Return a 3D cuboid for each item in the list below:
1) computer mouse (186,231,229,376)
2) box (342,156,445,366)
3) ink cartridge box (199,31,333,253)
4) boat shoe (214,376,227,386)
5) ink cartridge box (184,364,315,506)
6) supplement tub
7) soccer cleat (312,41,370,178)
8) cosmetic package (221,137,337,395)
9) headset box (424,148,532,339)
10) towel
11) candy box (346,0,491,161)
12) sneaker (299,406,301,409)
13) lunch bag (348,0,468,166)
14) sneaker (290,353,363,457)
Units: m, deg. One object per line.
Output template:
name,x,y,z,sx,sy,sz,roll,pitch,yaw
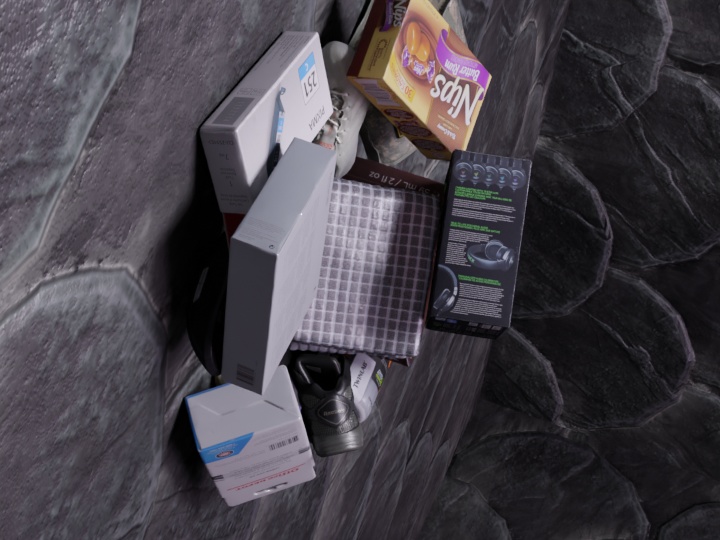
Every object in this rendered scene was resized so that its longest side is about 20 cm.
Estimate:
computer mouse,-0.131,0.011,1.334,0.140,0.045,0.202,39,59,-69
box,0.017,-0.013,1.672,0.164,0.164,0.202,73,36,-71
ink cartridge box,-0.082,-0.113,1.295,0.201,0.044,0.178,-59,147,-47
boat shoe,-0.105,0.043,1.445,0.072,0.064,0.202,-21,127,-74
ink cartridge box,-0.118,0.188,1.451,0.201,0.115,0.068,83,-12,-63
supplement tub,-0.012,0.100,1.808,0.123,0.121,0.201,87,24,-58
soccer cleat,-0.031,-0.169,1.488,0.078,0.069,0.201,-56,162,-36
cosmetic package,-0.079,-0.003,1.255,0.201,0.051,0.151,100,15,-46
headset box,0.134,-0.032,1.503,0.174,0.092,0.203,81,18,-83
towel,0.000,0.000,1.495,0.086,0.164,0.203,-169,-93,-75
candy box,0.069,-0.219,1.480,0.200,0.056,0.118,38,67,-50
sneaker,-0.103,0.175,1.629,0.200,0.069,0.101,-25,129,-74
lunch bag,0.051,-0.241,1.621,0.202,0.116,0.164,-66,160,-17
sneaker,-0.041,0.150,1.548,0.199,0.075,0.116,174,-94,-85
